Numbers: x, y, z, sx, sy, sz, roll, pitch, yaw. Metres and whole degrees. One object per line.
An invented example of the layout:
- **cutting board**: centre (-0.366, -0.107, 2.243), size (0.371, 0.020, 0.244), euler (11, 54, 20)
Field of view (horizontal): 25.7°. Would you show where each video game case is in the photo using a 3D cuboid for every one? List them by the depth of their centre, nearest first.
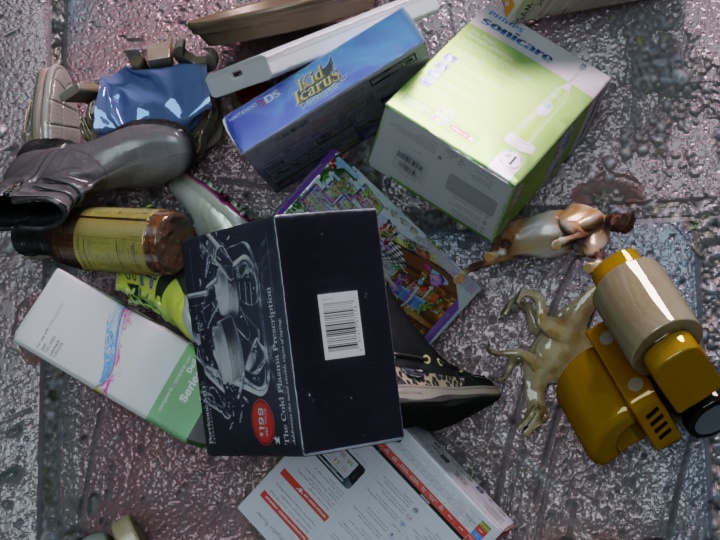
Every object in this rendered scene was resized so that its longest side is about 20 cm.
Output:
- **video game case**: centre (-0.024, -0.160, 1.522), size (0.199, 0.181, 0.046), euler (-31, 78, 2)

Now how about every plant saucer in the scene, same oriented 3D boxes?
- **plant saucer**: centre (-0.071, -0.254, 1.550), size (0.199, 0.200, 0.030), euler (-12, 103, 6)

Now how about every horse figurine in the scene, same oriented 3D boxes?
- **horse figurine**: centre (0.174, -0.031, 1.484), size (0.199, 0.133, 0.050), euler (-8, 107, 25)

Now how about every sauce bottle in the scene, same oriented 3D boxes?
- **sauce bottle**: centre (-0.252, -0.031, 1.520), size (0.199, 0.066, 0.066), euler (5, 80, 35)

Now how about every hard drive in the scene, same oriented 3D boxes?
- **hard drive**: centre (-0.037, -0.219, 1.520), size (0.199, 0.132, 0.026), euler (-27, 100, -29)

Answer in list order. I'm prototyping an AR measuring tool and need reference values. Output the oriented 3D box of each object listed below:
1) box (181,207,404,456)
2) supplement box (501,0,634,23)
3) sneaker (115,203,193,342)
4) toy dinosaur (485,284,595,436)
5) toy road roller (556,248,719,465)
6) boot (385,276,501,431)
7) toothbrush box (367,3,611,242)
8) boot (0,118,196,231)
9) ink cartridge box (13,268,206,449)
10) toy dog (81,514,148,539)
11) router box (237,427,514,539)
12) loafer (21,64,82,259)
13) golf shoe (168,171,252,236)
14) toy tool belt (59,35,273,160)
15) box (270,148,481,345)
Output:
- **box**: centre (-0.063, 0.057, 1.371), size (0.104, 0.182, 0.201), euler (-6, 87, -31)
- **supplement box**: centre (0.225, -0.327, 1.537), size (0.199, 0.074, 0.127), euler (-13, 78, -17)
- **sneaker**: centre (-0.193, 0.017, 1.542), size (0.076, 0.076, 0.200), euler (-35, 41, -3)
- **toy dinosaur**: centre (0.187, 0.059, 1.526), size (0.101, 0.058, 0.201), euler (30, 92, -2)
- **toy road roller**: centre (0.244, 0.092, 1.430), size (0.146, 0.200, 0.123), euler (-32, 51, 6)
- **boot**: centre (0.045, 0.069, 1.471), size (0.073, 0.203, 0.154), euler (-35, 68, 28)
- **toothbrush box**: centre (0.124, -0.143, 1.498), size (0.145, 0.086, 0.200), euler (33, 51, 12)
- **boot**: centre (-0.261, -0.081, 1.496), size (0.199, 0.132, 0.070), euler (-10, 115, 18)
- **ink cartridge box**: centre (-0.214, 0.089, 1.524), size (0.199, 0.145, 0.084), euler (29, 85, 12)
- **toy dog**: centre (-0.225, 0.325, 1.508), size (0.200, 0.096, 0.132), euler (40, 88, 13)
- **router box**: centre (0.012, 0.231, 1.493), size (0.200, 0.049, 0.180), euler (46, 103, 13)
- **loafer**: centre (-0.327, -0.111, 1.619), size (0.063, 0.072, 0.201), euler (-7, 82, 18)
- **golf shoe**: centre (-0.131, -0.017, 1.570), size (0.200, 0.075, 0.092), euler (43, 91, 14)
- **toy tool belt**: centre (-0.187, -0.171, 1.569), size (0.199, 0.123, 0.125), euler (-14, 64, 6)
- **box**: centre (0.000, 0.000, 1.519), size (0.200, 0.039, 0.137), euler (43, 87, -15)
